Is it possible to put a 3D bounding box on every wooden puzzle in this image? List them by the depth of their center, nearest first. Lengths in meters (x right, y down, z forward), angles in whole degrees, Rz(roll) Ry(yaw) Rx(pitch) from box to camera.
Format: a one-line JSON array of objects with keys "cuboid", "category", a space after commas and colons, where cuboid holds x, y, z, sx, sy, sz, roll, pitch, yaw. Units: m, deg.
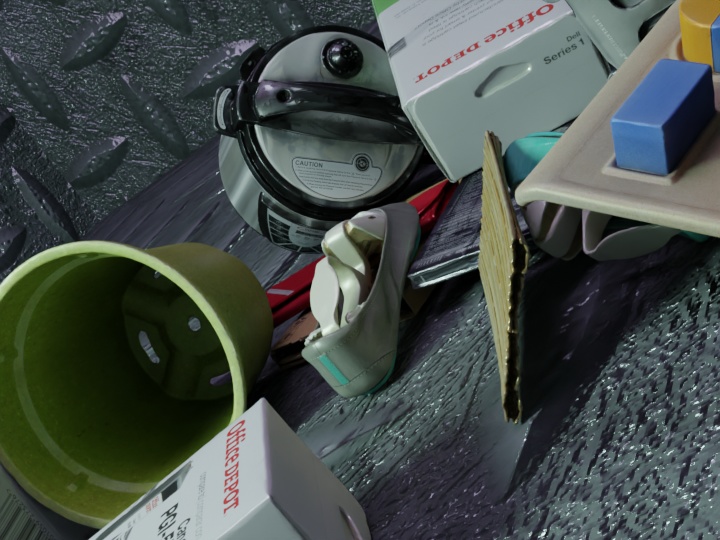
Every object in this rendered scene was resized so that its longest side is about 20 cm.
[{"cuboid": [0.192, -0.085, 0.601, 0.199, 0.047, 0.185, 11, 46, 39], "category": "wooden puzzle"}]

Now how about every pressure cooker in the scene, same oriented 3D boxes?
[{"cuboid": [-0.035, -0.120, 1.143, 0.175, 0.179, 0.200, -38, 0, -19], "category": "pressure cooker"}]

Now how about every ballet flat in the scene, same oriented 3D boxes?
[{"cuboid": [0.129, -0.041, 0.716, 0.071, 0.067, 0.200, -60, 23, -13], "category": "ballet flat"}, {"cuboid": [0.000, 0.000, 0.871, 0.067, 0.064, 0.201, -35, 26, 29], "category": "ballet flat"}]

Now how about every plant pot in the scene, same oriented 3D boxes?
[{"cuboid": [-0.150, 0.061, 0.947, 0.200, 0.201, 0.184, -34, 2, 18], "category": "plant pot"}]

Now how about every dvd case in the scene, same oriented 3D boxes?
[{"cuboid": [0.124, -0.063, 0.891, 0.148, 0.016, 0.200, -20, 22, 31], "category": "dvd case"}]

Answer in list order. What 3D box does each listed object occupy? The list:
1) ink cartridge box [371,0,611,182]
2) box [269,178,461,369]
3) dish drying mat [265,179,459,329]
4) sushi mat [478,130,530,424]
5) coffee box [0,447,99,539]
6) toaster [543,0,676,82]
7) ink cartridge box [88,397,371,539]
[{"cuboid": [0.098, -0.177, 0.994, 0.145, 0.085, 0.201, -27, 35, 13], "category": "ink cartridge box"}, {"cuboid": [0.031, -0.011, 1.001, 0.163, 0.021, 0.200, -25, 19, 46], "category": "box"}, {"cuboid": [-0.010, -0.010, 1.019, 0.199, 0.018, 0.077, -33, 14, 29], "category": "dish drying mat"}, {"cuboid": [0.077, -0.004, 0.704, 0.012, 0.097, 0.200, 2, 21, 1], "category": "sushi mat"}, {"cuboid": [-0.326, 0.183, 0.934, 0.197, 0.200, 0.200, -35, 14, 18], "category": "coffee box"}, {"cuboid": [0.217, -0.201, 0.790, 0.199, 0.181, 0.119, -30, 18, 35], "category": "toaster"}, {"cuboid": [-0.094, 0.168, 0.605, 0.199, 0.083, 0.147, -39, 12, 2], "category": "ink cartridge box"}]
